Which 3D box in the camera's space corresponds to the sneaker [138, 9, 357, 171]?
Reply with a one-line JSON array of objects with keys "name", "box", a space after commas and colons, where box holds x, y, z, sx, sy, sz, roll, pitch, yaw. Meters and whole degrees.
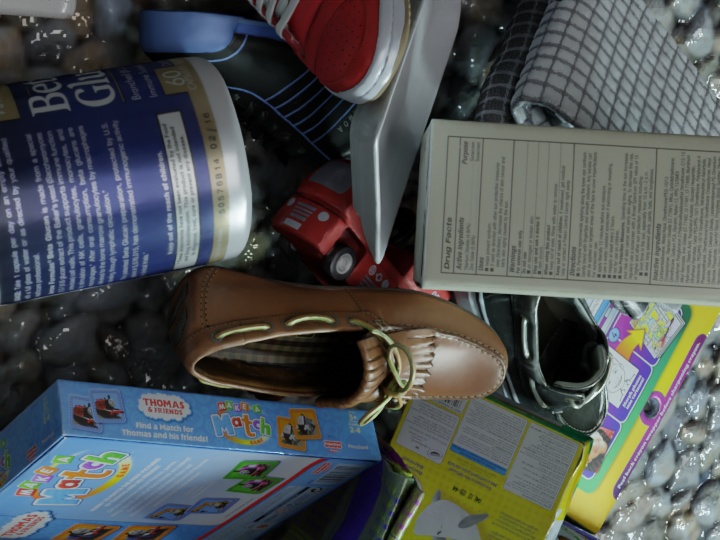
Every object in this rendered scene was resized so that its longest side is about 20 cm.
[{"name": "sneaker", "box": [-0.043, -0.100, 0.868, 0.199, 0.070, 0.078, 9, 93, -36]}]

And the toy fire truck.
[{"name": "toy fire truck", "box": [0.043, -0.019, 0.915, 0.141, 0.049, 0.200, -53, 136, -13]}]

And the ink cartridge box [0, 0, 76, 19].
[{"name": "ink cartridge box", "box": [-0.230, -0.218, 0.719, 0.199, 0.045, 0.177, -1, 104, -35]}]

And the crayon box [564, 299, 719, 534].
[{"name": "crayon box", "box": [0.150, 0.061, 1.057, 0.172, 0.058, 0.200, 36, 81, -35]}]

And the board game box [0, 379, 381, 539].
[{"name": "board game box", "box": [-0.113, 0.115, 0.840, 0.199, 0.151, 0.037, 9, 57, -37]}]

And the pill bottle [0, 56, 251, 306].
[{"name": "pill bottle", "box": [-0.165, -0.042, 0.764, 0.199, 0.111, 0.112, -12, 110, -19]}]

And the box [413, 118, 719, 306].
[{"name": "box", "box": [0.131, -0.030, 0.824, 0.199, 0.078, 0.095, 5, 90, 0]}]

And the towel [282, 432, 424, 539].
[{"name": "towel", "box": [-0.020, 0.168, 0.894, 0.023, 0.200, 0.144, 30, 88, -9]}]

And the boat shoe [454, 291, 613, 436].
[{"name": "boat shoe", "box": [0.122, 0.058, 0.942, 0.072, 0.071, 0.200, -52, 137, -12]}]

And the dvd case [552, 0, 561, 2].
[{"name": "dvd case", "box": [0.038, -0.246, 0.811, 0.199, 0.025, 0.151, 17, 67, -26]}]

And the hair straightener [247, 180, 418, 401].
[{"name": "hair straightener", "box": [0.000, 0.000, 0.944, 0.200, 0.041, 0.077, -33, 120, -24]}]

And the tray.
[{"name": "tray", "box": [0.026, -0.112, 0.830, 0.108, 0.022, 0.201, 86, 18, -53]}]

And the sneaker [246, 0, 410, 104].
[{"name": "sneaker", "box": [-0.048, -0.163, 0.781, 0.112, 0.200, 0.071, 20, 117, -31]}]

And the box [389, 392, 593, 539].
[{"name": "box", "box": [0.056, 0.175, 0.941, 0.201, 0.117, 0.048, -67, 164, 5]}]

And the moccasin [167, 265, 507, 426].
[{"name": "moccasin", "box": [-0.006, 0.047, 0.822, 0.201, 0.078, 0.074, 15, 126, -30]}]

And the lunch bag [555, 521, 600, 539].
[{"name": "lunch bag", "box": [0.120, 0.260, 1.052, 0.200, 0.124, 0.170, 28, 91, -39]}]

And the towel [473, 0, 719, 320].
[{"name": "towel", "box": [0.165, -0.083, 0.958, 0.200, 0.085, 0.166, 44, 44, -21]}]
